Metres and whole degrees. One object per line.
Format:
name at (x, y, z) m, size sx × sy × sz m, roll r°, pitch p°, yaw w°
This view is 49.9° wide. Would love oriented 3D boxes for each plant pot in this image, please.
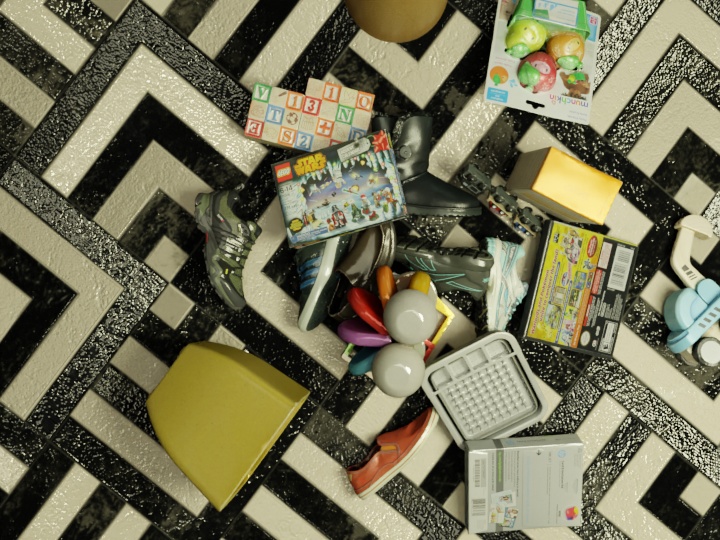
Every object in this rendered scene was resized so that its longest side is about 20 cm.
plant pot at (-0.221, 0.220, 1.228) m, size 0.199 × 0.196 × 0.196 m, roll 37°, pitch 90°, yaw 3°
plant pot at (0.063, -0.479, 1.214) m, size 0.181 × 0.200 × 0.191 m, roll 0°, pitch 92°, yaw -2°

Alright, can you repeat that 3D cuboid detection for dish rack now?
dish rack at (0.203, 0.195, 1.281) m, size 0.169 × 0.044 × 0.202 m, roll -28°, pitch 116°, yaw 8°

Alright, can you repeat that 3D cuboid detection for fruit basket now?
fruit basket at (0.303, -0.354, 1.269) m, size 0.181 × 0.094 × 0.205 m, roll 12°, pitch 72°, yaw -3°

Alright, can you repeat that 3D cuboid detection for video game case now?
video game case at (0.371, 0.034, 1.313) m, size 0.177 × 0.025 × 0.205 m, roll 13°, pitch 91°, yaw -16°

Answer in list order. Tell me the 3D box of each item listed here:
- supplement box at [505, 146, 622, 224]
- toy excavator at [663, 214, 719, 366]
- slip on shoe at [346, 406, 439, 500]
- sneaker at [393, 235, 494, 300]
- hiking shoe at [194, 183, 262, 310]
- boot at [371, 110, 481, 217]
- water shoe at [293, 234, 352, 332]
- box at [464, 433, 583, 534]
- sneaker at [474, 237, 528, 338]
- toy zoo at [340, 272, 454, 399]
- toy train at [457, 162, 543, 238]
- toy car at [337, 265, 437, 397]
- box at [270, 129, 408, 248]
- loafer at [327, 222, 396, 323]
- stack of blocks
supplement box at (0.317, -0.135, 1.235) m, size 0.124 × 0.200 × 0.075 m, roll 25°, pitch 94°, yaw -4°
toy excavator at (0.568, 0.035, 1.313) m, size 0.194 × 0.100 × 0.200 m, roll -43°, pitch 85°, yaw -2°
slip on shoe at (0.055, 0.298, 1.301) m, size 0.200 × 0.074 × 0.061 m, roll -43°, pitch 90°, yaw 4°
sneaker at (0.120, -0.005, 1.277) m, size 0.196 × 0.075 × 0.081 m, roll 13°, pitch 113°, yaw 21°
hiking shoe at (-0.207, -0.039, 1.273) m, size 0.098 × 0.076 × 0.205 m, roll -15°, pitch 92°, yaw 1°
boot at (0.110, -0.177, 1.285) m, size 0.195 × 0.076 × 0.173 m, roll 4°, pitch 95°, yaw 3°
water shoe at (-0.075, 0.000, 1.296) m, size 0.078 × 0.071 × 0.204 m, roll 21°, pitch 92°, yaw 24°
box at (0.275, 0.362, 1.311) m, size 0.195 × 0.041 × 0.160 m, roll -4°, pitch 106°, yaw -2°
sneaker at (0.242, 0.048, 1.300) m, size 0.084 × 0.078 × 0.205 m, roll 2°, pitch 92°, yaw -7°
toy zoo at (0.071, 0.097, 1.319) m, size 0.130 × 0.020 × 0.202 m, roll 33°, pitch 90°, yaw -3°
toy train at (0.234, -0.111, 1.282) m, size 0.198 × 0.045 × 0.035 m, roll 33°, pitch 54°, yaw -27°
toy car at (0.039, 0.091, 1.212) m, size 0.146 × 0.175 × 0.205 m, roll 13°, pitch 103°, yaw 2°
box at (-0.033, -0.127, 1.229) m, size 0.196 × 0.040 × 0.140 m, roll -15°, pitch 86°, yaw 12°
loafer at (0.000, 0.000, 1.263) m, size 0.070 × 0.072 × 0.204 m, roll 6°, pitch 105°, yaw -44°
stack of blocks at (-0.084, -0.253, 1.282) m, size 0.195 × 0.059 × 0.118 m, roll 13°, pitch 91°, yaw -3°
